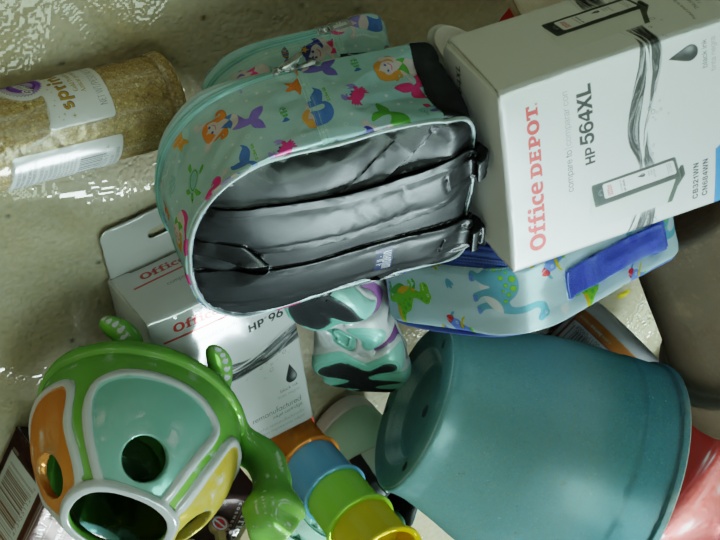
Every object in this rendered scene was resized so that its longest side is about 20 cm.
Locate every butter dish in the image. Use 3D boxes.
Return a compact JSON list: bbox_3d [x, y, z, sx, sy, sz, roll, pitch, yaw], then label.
[{"bbox_3d":[0.320,0.210,1.814,0.200,0.148,0.199,-51,135,7],"label":"butter dish"}]

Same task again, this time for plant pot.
[{"bbox_3d":[0.120,0.133,1.492,0.187,0.200,0.201,22,108,-15],"label":"plant pot"},{"bbox_3d":[0.296,0.006,1.515,0.200,0.200,0.175,-41,119,-4],"label":"plant pot"}]

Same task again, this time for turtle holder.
[{"bbox_3d":[-0.143,0.136,1.347,0.141,0.132,0.185,-32,121,27],"label":"turtle holder"}]

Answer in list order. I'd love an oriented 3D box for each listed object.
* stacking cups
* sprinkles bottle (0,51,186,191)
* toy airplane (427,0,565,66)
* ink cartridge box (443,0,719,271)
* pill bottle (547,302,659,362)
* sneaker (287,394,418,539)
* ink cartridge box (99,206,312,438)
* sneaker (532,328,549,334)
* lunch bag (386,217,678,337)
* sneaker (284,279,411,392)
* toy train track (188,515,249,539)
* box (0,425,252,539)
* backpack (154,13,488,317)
[{"bbox_3d":[-0.025,0.154,1.477,0.060,0.200,0.061,-18,132,-21],"label":"stacking cups"},{"bbox_3d":[-0.213,-0.088,1.255,0.199,0.068,0.068,-17,130,-27],"label":"sprinkles bottle"},{"bbox_3d":[0.145,-0.178,1.350,0.199,0.141,0.200,8,81,-40],"label":"toy airplane"},{"bbox_3d":[0.165,-0.103,1.285,0.199,0.084,0.146,-20,129,-14],"label":"ink cartridge box"},{"bbox_3d":[0.164,0.129,1.664,0.200,0.112,0.112,-45,136,1],"label":"pill bottle"},{"bbox_3d":[-0.028,0.212,1.578,0.074,0.118,0.201,20,109,-45],"label":"sneaker"},{"bbox_3d":[-0.111,0.043,1.427,0.116,0.068,0.201,-26,133,-19],"label":"ink cartridge box"},{"bbox_3d":[0.106,0.004,1.558,0.115,0.075,0.200,-46,141,-1],"label":"sneaker"},{"bbox_3d":[0.126,-0.021,1.410,0.200,0.160,0.083,-26,114,-39],"label":"lunch bag"},{"bbox_3d":[0.000,0.000,1.459,0.077,0.140,0.200,2,154,11],"label":"sneaker"},{"bbox_3d":[-0.058,0.221,1.507,0.199,0.033,0.115,8,134,-24],"label":"toy train track"},{"bbox_3d":[-0.183,0.186,1.478,0.199,0.075,0.100,10,114,-42],"label":"box"},{"bbox_3d":[-0.036,-0.063,1.272,0.199,0.151,0.178,-21,147,-15],"label":"backpack"}]
